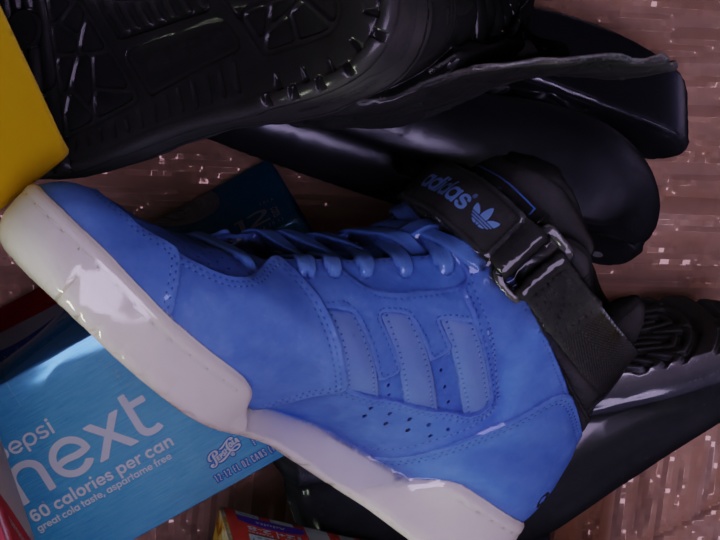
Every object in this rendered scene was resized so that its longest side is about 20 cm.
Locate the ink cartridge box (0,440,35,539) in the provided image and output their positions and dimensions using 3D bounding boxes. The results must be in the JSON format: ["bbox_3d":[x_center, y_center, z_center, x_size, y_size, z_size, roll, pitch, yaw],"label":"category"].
[{"bbox_3d":[-0.177,0.050,0.718,0.145,0.083,0.200,-21,67,-3],"label":"ink cartridge box"}]

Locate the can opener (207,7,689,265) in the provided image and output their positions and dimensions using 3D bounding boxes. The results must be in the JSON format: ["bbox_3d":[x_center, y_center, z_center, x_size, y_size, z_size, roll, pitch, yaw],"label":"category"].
[{"bbox_3d":[0.004,-0.047,0.797,0.199,0.079,0.063,12,145,-11],"label":"can opener"}]

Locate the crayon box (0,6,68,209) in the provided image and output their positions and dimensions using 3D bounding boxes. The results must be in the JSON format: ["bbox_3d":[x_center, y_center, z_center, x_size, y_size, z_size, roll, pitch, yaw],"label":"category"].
[{"bbox_3d":[-0.176,-0.051,0.600,0.172,0.058,0.200,-41,143,-18],"label":"crayon box"}]

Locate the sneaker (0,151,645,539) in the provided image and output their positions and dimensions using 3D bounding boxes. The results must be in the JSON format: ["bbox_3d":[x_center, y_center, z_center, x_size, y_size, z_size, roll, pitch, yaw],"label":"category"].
[{"bbox_3d":[-0.001,0.000,0.719,0.200,0.077,0.111,35,93,-35],"label":"sneaker"}]

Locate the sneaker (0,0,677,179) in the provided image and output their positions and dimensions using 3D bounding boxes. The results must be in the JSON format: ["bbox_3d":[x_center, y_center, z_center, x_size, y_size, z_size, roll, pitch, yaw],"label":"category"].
[{"bbox_3d":[-0.022,-0.062,0.721,0.199,0.104,0.060,-7,89,32],"label":"sneaker"}]

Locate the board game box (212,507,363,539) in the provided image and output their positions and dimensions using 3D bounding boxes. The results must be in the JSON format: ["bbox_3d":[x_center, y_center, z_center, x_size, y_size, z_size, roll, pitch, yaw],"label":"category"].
[{"bbox_3d":[0.006,0.187,0.805,0.151,0.046,0.201,12,100,-11],"label":"board game box"}]

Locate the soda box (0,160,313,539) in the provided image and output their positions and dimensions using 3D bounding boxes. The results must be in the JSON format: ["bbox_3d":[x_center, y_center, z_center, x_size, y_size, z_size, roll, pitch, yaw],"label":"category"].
[{"bbox_3d":[-0.095,0.048,0.800,0.200,0.064,0.068,-29,112,0],"label":"soda box"}]

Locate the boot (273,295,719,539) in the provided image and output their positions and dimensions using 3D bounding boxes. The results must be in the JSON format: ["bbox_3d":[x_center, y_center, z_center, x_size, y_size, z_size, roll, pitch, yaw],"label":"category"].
[{"bbox_3d":[0.067,0.120,0.854,0.164,0.066,0.201,-13,108,2],"label":"boot"}]
